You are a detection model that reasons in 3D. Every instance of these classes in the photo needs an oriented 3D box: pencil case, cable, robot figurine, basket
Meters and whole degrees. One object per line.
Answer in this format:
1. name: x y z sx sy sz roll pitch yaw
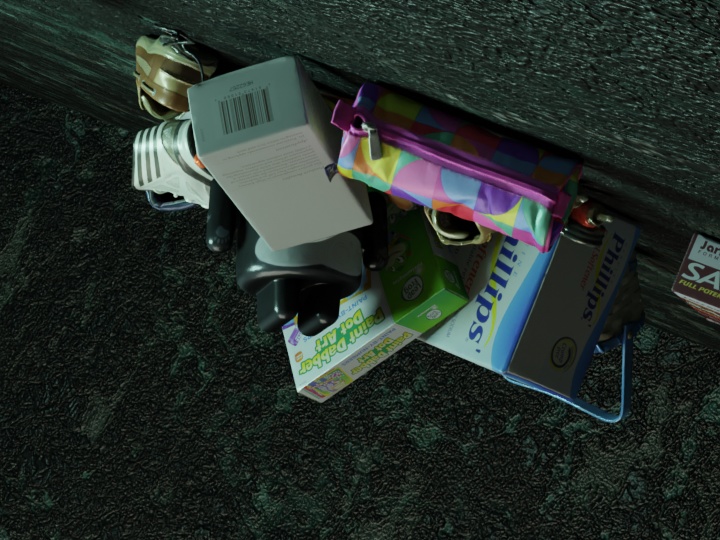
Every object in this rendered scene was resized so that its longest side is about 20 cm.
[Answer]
1. pencil case: 0.074 -0.082 1.410 0.200 0.089 0.088 20 179 7
2. cable: 0.162 -0.074 1.618 0.097 0.050 0.200 24 -171 -28
3. robot figurine: -0.059 -0.040 1.706 0.125 0.200 0.150 -9 162 29
4. basket: 0.238 0.059 2.009 0.176 0.200 0.139 21 -154 34

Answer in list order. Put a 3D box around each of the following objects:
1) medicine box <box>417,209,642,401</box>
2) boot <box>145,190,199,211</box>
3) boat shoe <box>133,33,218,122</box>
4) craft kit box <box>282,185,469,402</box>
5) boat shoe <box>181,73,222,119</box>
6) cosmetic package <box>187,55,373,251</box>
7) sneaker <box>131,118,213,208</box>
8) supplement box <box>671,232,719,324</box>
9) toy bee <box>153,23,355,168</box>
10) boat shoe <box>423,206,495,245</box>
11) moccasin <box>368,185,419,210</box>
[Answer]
1. medicine box: 0.151 0.008 1.740 0.103 0.182 0.200 22 179 -33
2. boot: -0.123 -0.107 1.848 0.200 0.073 0.090 -19 -168 19
3. boat shoe: -0.193 -0.186 1.743 0.076 0.074 0.200 22 179 -11
4. craft kit box: 0.000 0.000 1.785 0.048 0.200 0.198 26 -143 -45
5. boat shoe: -0.170 -0.181 1.873 0.072 0.066 0.200 45 169 -16
6. cosmetic package: -0.066 -0.096 1.524 0.102 0.074 0.200 -15 155 9
7. sneaker: -0.155 -0.092 1.783 0.115 0.076 0.201 0 151 33
8. supplement box: 0.364 0.025 1.641 0.109 0.061 0.200 22 178 23
9. toy bee: -0.104 -0.136 1.621 0.200 0.109 0.131 21 -179 21
10. boat shoe: 0.093 -0.058 1.602 0.074 0.066 0.200 59 166 -2
11. moccasin: 0.036 -0.099 1.648 0.078 0.074 0.201 31 -178 -1
